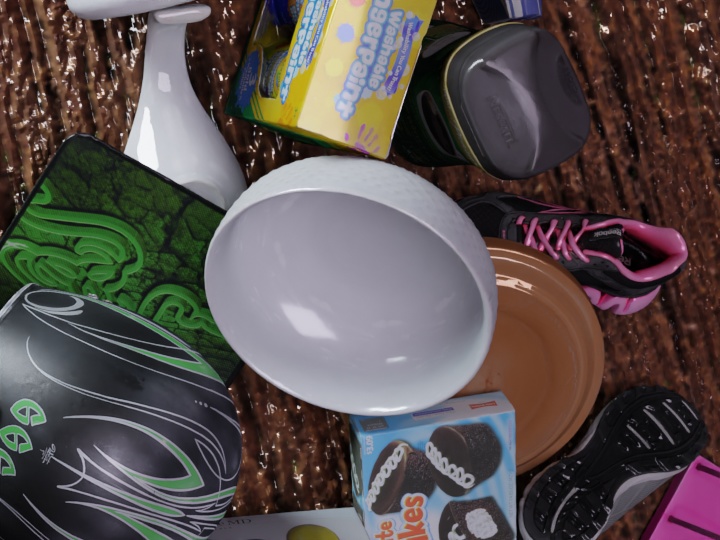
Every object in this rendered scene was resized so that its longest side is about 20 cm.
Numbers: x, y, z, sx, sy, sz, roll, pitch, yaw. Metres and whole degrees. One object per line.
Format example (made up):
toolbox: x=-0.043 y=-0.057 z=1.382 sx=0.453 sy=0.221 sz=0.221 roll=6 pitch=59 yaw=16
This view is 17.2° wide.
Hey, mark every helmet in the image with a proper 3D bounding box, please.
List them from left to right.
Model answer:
helmet: x=-0.174 y=0.116 z=1.583 sx=0.190 sy=0.200 sz=0.200 roll=30 pitch=85 yaw=3

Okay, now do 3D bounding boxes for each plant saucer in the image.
plant saucer: x=0.079 y=0.071 z=1.719 sx=0.199 sy=0.032 sz=0.201 roll=-3 pitch=116 yaw=-5

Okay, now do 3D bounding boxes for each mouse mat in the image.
mouse mat: x=-0.156 y=0.012 z=1.654 sx=0.200 sy=0.008 sz=0.161 roll=29 pitch=104 yaw=-21

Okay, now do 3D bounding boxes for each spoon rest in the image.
spoon rest: x=-0.126 y=-0.091 z=1.659 sx=0.099 sy=0.061 sz=0.201 roll=-7 pitch=112 yaw=-18

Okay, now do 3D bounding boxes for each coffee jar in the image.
coffee jar: x=0.081 y=-0.119 z=1.647 sx=0.085 sy=0.200 sz=0.105 roll=-29 pitch=106 yaw=-15

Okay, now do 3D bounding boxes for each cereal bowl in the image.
cereal bowl: x=0.000 y=0.000 z=1.616 sx=0.200 sy=0.200 sz=0.083 roll=46 pitch=37 yaw=-19

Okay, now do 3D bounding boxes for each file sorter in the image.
file sorter: x=0.281 y=0.267 z=1.808 sx=0.139 sy=0.125 sz=0.200 roll=31 pitch=85 yaw=-20

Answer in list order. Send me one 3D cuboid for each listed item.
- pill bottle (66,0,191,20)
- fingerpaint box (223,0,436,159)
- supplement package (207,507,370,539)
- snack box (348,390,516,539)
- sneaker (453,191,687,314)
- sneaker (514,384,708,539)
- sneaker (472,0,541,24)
pill bottle: x=-0.160 y=-0.274 z=1.586 sx=0.112 sy=0.112 sz=0.201 roll=-16 pitch=102 yaw=-18
fingerpaint box: x=-0.011 y=-0.186 z=1.624 sx=0.073 sy=0.167 sz=0.201 roll=18 pitch=91 yaw=-21
supplement package: x=-0.055 y=0.275 z=1.622 sx=0.151 sy=0.200 sz=0.151 roll=-4 pitch=109 yaw=-11
snack box: x=0.054 y=0.190 z=1.727 sx=0.116 sy=0.037 sz=0.201 roll=-9 pitch=116 yaw=-12
sneaker: x=0.149 y=-0.020 z=1.735 sx=0.199 sy=0.095 sz=0.079 roll=8 pitch=77 yaw=-23
sneaker: x=0.181 y=0.154 z=1.789 sx=0.200 sy=0.079 sz=0.074 roll=-34 pitch=76 yaw=-31
sneaker: x=0.125 y=-0.282 z=1.709 sx=0.115 sy=0.081 sz=0.200 roll=-14 pitch=99 yaw=-16
